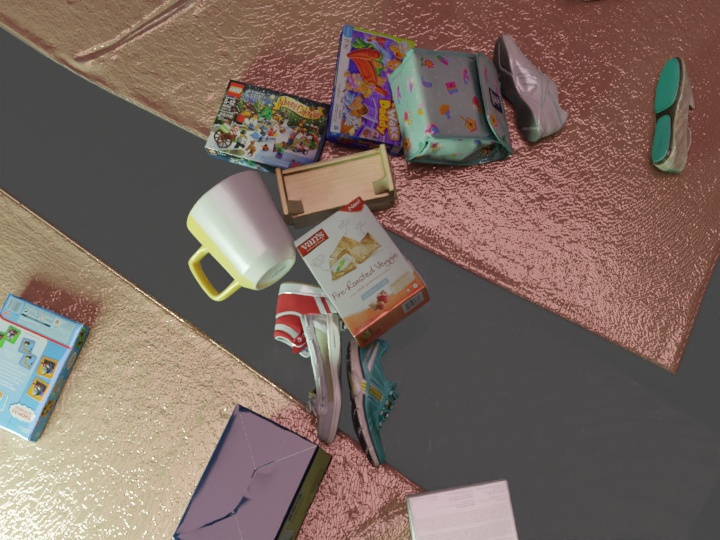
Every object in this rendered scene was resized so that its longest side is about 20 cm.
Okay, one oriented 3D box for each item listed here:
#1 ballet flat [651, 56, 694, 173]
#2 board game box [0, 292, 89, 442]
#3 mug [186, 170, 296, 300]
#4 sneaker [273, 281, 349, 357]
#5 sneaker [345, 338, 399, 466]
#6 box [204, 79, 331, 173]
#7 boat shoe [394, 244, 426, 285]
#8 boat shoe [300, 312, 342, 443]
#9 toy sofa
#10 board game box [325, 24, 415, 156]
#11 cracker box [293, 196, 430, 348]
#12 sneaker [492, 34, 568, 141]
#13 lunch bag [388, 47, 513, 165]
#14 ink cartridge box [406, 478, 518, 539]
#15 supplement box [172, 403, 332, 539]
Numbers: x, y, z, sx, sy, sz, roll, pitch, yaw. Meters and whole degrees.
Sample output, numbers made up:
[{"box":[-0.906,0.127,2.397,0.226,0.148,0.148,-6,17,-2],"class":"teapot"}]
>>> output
[{"box":[0.535,-0.260,1.431,0.061,0.067,0.205,17,78,-20],"class":"ballet flat"},{"box":[-0.560,0.159,1.397,0.148,0.037,0.204,20,76,10],"class":"board game box"},{"box":[-0.187,-0.045,1.388,0.148,0.187,0.154,-29,74,-34],"class":"mug"},{"box":[-0.047,0.088,1.360,0.195,0.071,0.115,7,70,14],"class":"sneaker"},{"box":[0.023,0.202,1.322,0.078,0.078,0.205,-4,73,-6],"class":"sneaker"},{"box":[-0.159,-0.246,1.483,0.195,0.038,0.140,15,76,9],"class":"box"},{"box":[0.033,-0.027,1.390,0.199,0.065,0.074,38,80,13],"class":"boat shoe"},{"box":[-0.061,0.167,1.308,0.063,0.075,0.207,0,104,-5],"class":"boat shoe"},{"box":[-0.040,-0.139,1.408,0.195,0.098,0.085,-13,79,1],"class":"toy sofa"},{"box":[0.019,-0.314,1.467,0.131,0.045,0.205,10,74,-11],"class":"board game box"},{"box":[0.000,0.000,1.317,0.133,0.058,0.201,-34,61,-3],"class":"cracker box"},{"box":[0.292,-0.320,1.462,0.079,0.071,0.204,-17,75,-17],"class":"sneaker"},{"box":[0.164,-0.273,1.416,0.195,0.122,0.175,-2,72,-24],"class":"lunch bag"},{"box":[0.160,0.428,1.261,0.157,0.050,0.205,-9,77,1],"class":"ink cartridge box"},{"box":[-0.148,0.326,1.230,0.132,0.200,0.203,24,76,11],"class":"supplement box"}]
